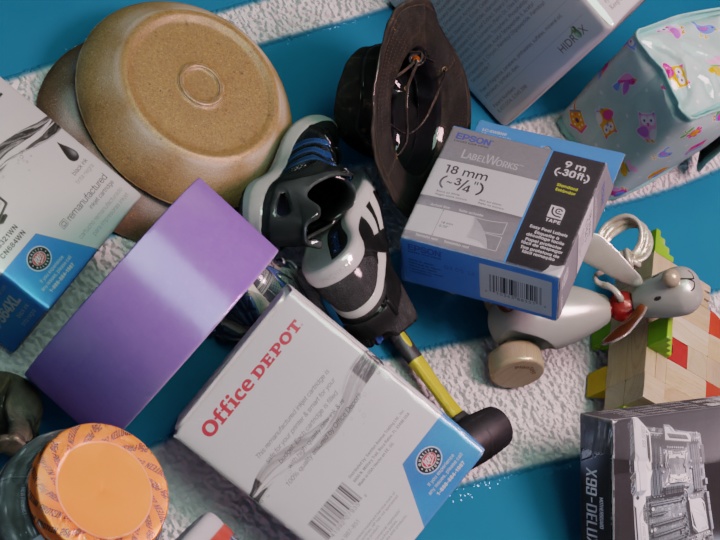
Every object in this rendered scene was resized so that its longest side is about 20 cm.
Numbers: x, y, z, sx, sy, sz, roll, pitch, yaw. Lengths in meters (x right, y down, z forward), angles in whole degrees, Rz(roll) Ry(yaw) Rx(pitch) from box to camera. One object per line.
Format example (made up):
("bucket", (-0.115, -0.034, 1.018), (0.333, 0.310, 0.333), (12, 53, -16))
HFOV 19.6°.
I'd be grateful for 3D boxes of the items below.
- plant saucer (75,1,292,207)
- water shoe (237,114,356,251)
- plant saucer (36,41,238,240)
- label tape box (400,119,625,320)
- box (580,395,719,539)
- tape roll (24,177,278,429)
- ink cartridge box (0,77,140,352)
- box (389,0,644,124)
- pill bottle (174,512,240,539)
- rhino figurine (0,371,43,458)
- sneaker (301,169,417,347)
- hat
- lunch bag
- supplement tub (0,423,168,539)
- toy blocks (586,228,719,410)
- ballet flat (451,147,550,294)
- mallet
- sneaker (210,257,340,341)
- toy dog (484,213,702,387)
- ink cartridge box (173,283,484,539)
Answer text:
("plant saucer", (-0.139, -0.147, 1.746), (0.199, 0.035, 0.202), (14, 59, -24))
("water shoe", (-0.037, -0.066, 1.732), (0.078, 0.072, 0.200), (7, 31, 16))
("plant saucer", (-0.174, -0.119, 1.756), (0.199, 0.037, 0.202), (14, 59, -24))
("label tape box", (0.134, -0.066, 1.794), (0.143, 0.064, 0.201), (14, 53, 16))
("box", (0.281, 0.194, 1.800), (0.199, 0.050, 0.159), (-3, 95, -32))
("tape roll", (-0.158, 0.032, 1.578), (0.085, 0.200, 0.200), (41, 52, -3))
("ink cartridge box", (-0.296, -0.061, 1.622), (0.200, 0.084, 0.146), (39, 52, -7))
("box", (0.175, -0.285, 1.946), (0.171, 0.200, 0.199), (48, 52, -2))
("pill bottle", (-0.082, 0.286, 1.540), (0.200, 0.111, 0.111), (46, 51, -1))
("rhino figurine", (-0.322, 0.094, 1.535), (0.199, 0.060, 0.088), (20, 35, -19))
("sneaker", (0.000, 0.000, 1.758), (0.112, 0.073, 0.200), (57, 16, -20))
("hat", (0.024, -0.138, 1.832), (0.200, 0.080, 0.203), (1, 90, -64))
("lunch bag", (0.315, -0.170, 1.982), (0.199, 0.170, 0.123), (-22, 76, -34))
("supplement tub", (-0.215, 0.188, 1.459), (0.122, 0.200, 0.123), (13, 59, -23))
("toy blocks", (0.291, 0.083, 1.893), (0.136, 0.100, 0.201), (28, 54, -28))
("ballet flat", (0.110, -0.050, 1.879), (0.063, 0.069, 0.200), (26, 46, 19))
("mallet", (0.045, 0.086, 1.775), (0.200, 0.041, 0.066), (48, 48, 6))
("sneaker", (-0.082, 0.022, 1.719), (0.200, 0.077, 0.085), (47, 41, -9))
("toy dog", (0.186, 0.022, 1.804), (0.199, 0.096, 0.132), (-32, 60, 0))
("ink cartridge box", (-0.026, 0.129, 1.635), (0.200, 0.084, 0.145), (40, 91, -6))
